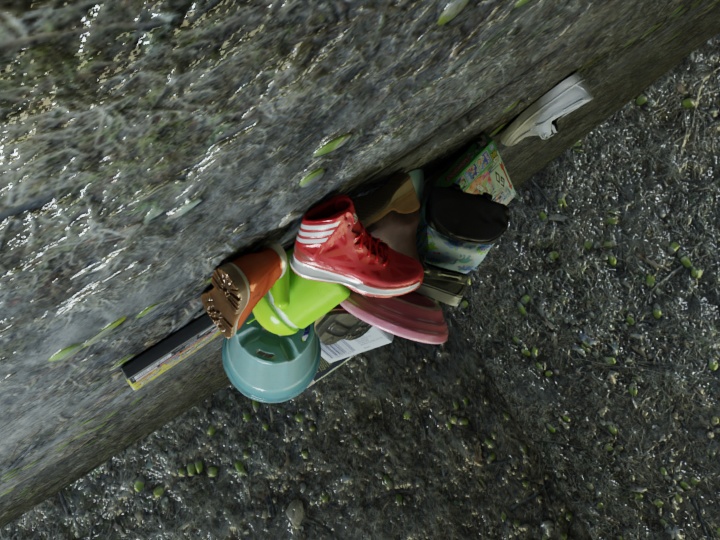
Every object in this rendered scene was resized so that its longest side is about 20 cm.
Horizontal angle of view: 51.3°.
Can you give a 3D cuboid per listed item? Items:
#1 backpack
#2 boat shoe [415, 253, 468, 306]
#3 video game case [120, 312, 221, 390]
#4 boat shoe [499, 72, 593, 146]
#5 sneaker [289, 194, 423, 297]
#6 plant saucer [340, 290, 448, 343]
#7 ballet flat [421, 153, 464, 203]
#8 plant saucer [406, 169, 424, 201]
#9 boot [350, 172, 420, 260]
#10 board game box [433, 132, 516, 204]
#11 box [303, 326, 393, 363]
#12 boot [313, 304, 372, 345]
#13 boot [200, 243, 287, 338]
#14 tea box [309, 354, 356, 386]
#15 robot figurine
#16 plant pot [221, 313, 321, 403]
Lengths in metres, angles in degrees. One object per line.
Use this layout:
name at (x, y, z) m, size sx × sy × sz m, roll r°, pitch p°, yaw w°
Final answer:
backpack at (0.156, -0.059, 1.370) m, size 0.159 × 0.158 × 0.199 m, roll 13°, pitch 171°, yaw -18°
boat shoe at (0.092, -0.003, 1.313) m, size 0.071 × 0.196 × 0.065 m, roll -93°, pitch -157°, yaw -77°
video game case at (-0.321, 0.136, 1.312) m, size 0.198 × 0.026 × 0.181 m, roll -34°, pitch 175°, yaw -19°
boat shoe at (0.358, -0.293, 1.446) m, size 0.199 × 0.069 × 0.072 m, roll -37°, pitch 174°, yaw 28°
sneaker at (0.005, -0.035, 1.044) m, size 0.195 × 0.079 × 0.117 m, roll 5°, pitch 129°, yaw -14°
plant saucer at (0.060, 0.059, 1.260) m, size 0.052 × 0.197 × 0.200 m, roll -69°, pitch 168°, yaw 9°
ballet flat at (0.174, -0.178, 1.433) m, size 0.199 × 0.070 × 0.069 m, roll -38°, pitch 176°, yaw -5°
plant saucer at (0.048, -0.089, 1.304) m, size 0.200 × 0.039 × 0.201 m, roll -41°, pitch 167°, yaw -11°
boot at (0.032, -0.041, 1.177) m, size 0.071 × 0.170 × 0.199 m, roll 18°, pitch -140°, yaw 35°
board game box at (0.222, -0.154, 1.433) m, size 0.135 × 0.029 × 0.200 m, roll -46°, pitch 146°, yaw -1°
box at (-0.009, 0.065, 1.569) m, size 0.182 × 0.105 × 0.203 m, roll -23°, pitch -144°, yaw 38°
boot at (-0.062, 0.055, 1.336) m, size 0.077 × 0.139 × 0.200 m, roll -41°, pitch 162°, yaw 9°
boot at (-0.164, 0.029, 1.072) m, size 0.107 × 0.076 × 0.200 m, roll -37°, pitch 176°, yaw -31°
tea box at (-0.096, 0.134, 1.760) m, size 0.194 × 0.203 × 0.134 m, roll -32°, pitch 176°, yaw -3°
robot figurine at (-0.094, 0.024, 1.203) m, size 0.198 × 0.117 × 0.175 m, roll -35°, pitch 176°, yaw 10°
plant pot at (-0.160, 0.124, 1.391) m, size 0.198 × 0.202 × 0.197 m, roll -32°, pitch 167°, yaw -19°
